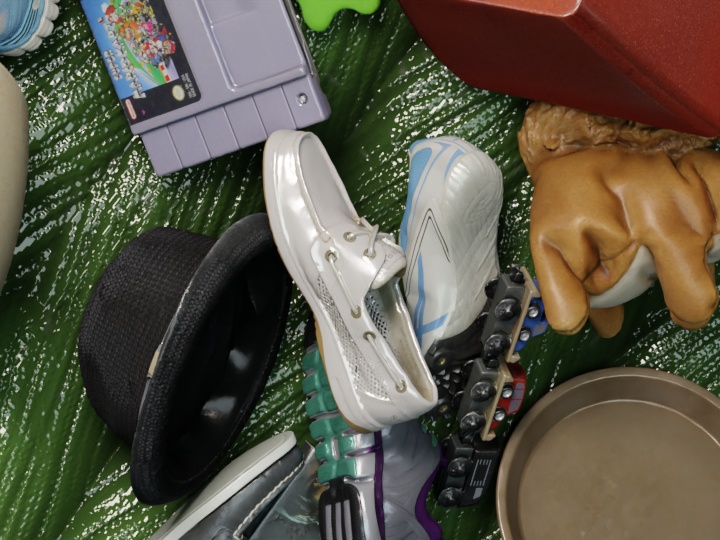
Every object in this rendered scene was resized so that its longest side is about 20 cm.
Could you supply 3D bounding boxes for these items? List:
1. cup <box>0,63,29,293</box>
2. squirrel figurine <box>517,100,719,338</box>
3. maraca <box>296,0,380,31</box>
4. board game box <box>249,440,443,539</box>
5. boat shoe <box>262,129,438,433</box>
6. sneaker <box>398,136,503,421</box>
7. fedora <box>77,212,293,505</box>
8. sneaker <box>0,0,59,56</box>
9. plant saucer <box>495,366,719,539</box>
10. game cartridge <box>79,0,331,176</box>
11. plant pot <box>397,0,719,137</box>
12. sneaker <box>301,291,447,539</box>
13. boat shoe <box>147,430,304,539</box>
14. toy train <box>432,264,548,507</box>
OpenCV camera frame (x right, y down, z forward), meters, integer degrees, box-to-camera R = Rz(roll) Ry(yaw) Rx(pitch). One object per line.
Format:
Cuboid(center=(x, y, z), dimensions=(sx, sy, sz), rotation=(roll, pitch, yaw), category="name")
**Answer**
Cuboid(center=(-0.277, -0.066, 1.110), dimensions=(0.200, 0.200, 0.144), rotation=(38, 62, -16), category="cup")
Cuboid(center=(0.210, -0.061, 1.231), dimensions=(0.185, 0.141, 0.202), rotation=(-18, 74, 20), category="squirrel figurine")
Cuboid(center=(-0.017, -0.252, 1.182), dimensions=(0.136, 0.107, 0.201), rotation=(21, 115, -2), category="maraca")
Cuboid(center=(-0.043, 0.238, 1.283), dimensions=(0.135, 0.028, 0.201), rotation=(37, 88, -17), category="board game box")
Cuboid(center=(0.000, 0.000, 1.166), dimensions=(0.069, 0.071, 0.201), rotation=(-17, 98, 31), category="boat shoe")
Cuboid(center=(0.057, 0.005, 1.263), dimensions=(0.071, 0.072, 0.202), rotation=(-9, 114, -30), category="sneaker")
Cuboid(center=(-0.122, 0.045, 1.190), dimensions=(0.091, 0.200, 0.202), rotation=(25, 91, 18), category="fedora")
Cuboid(center=(-0.221, -0.232, 1.123), dimensions=(0.078, 0.090, 0.202), rotation=(8, 97, 25), category="sneaker")
Cuboid(center=(0.191, 0.165, 1.289), dimensions=(0.198, 0.030, 0.202), rotation=(1, 67, -3), category="plant saucer")
Cuboid(center=(-0.112, -0.170, 1.177), dimensions=(0.129, 0.038, 0.201), rotation=(-18, 103, 12), category="game cartridge")
Cuboid(center=(0.127, -0.210, 1.136), dimensions=(0.176, 0.199, 0.202), rotation=(10, 95, -57), category="plant pot")
Cuboid(center=(0.014, 0.100, 1.252), dimensions=(0.087, 0.074, 0.202), rotation=(3, 80, -31), category="sneaker")
Cuboid(center=(-0.108, 0.187, 1.235), dimensions=(0.200, 0.076, 0.060), rotation=(-39, 94, 6), category="boat shoe")
Cuboid(center=(0.090, 0.082, 1.253), dimensions=(0.045, 0.034, 0.201), rotation=(2, 124, -17), category="toy train")
